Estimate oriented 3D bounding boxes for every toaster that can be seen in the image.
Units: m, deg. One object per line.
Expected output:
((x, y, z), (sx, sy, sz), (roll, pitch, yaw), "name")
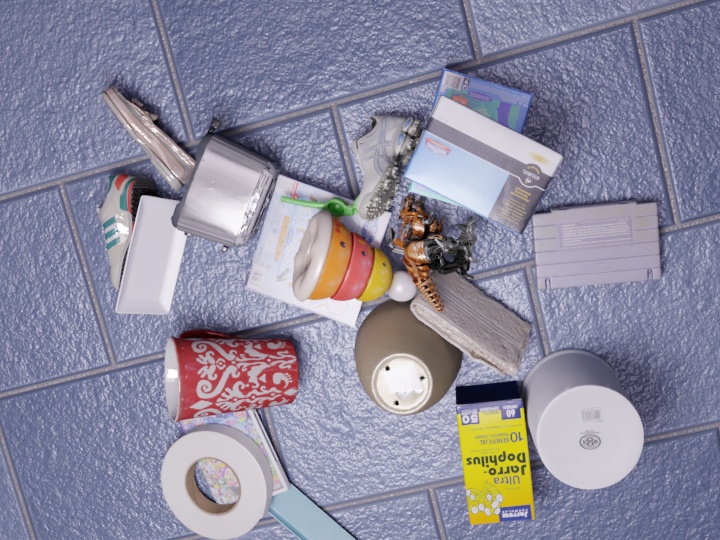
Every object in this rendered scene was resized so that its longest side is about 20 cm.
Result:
((-0.213, -0.133, 1.371), (0.128, 0.114, 0.202), (23, 98, -1), "toaster")

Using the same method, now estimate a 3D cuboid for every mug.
((-0.214, 0.152, 1.383), (0.197, 0.134, 0.179), (-1, 58, -22), "mug")

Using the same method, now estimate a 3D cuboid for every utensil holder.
((0.342, 0.230, 1.316), (0.167, 0.200, 0.172), (1, 99, 6), "utensil holder")

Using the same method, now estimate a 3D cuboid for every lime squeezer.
((-0.025, -0.119, 1.348), (0.198, 0.038, 0.071), (-17, 72, -9), "lime squeezer")

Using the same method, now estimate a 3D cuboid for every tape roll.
((-0.249, 0.367, 1.461), (0.200, 0.037, 0.206), (3, 102, 15), "tape roll")

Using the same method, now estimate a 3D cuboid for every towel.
((0.181, 0.079, 1.351), (0.199, 0.133, 0.035), (36, 128, 1), "towel")

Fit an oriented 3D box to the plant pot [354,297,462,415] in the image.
((0.071, 0.151, 1.335), (0.185, 0.200, 0.190), (1, 98, 6), "plant pot")

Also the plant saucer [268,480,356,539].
((-0.079, 0.453, 1.486), (0.200, 0.019, 0.070), (41, 100, -1), "plant saucer")

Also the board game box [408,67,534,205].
((0.175, -0.203, 1.350), (0.150, 0.045, 0.202), (17, 99, 3), "board game box")

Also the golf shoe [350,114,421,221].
((0.022, -0.165, 1.331), (0.096, 0.079, 0.201), (18, 59, 14), "golf shoe")

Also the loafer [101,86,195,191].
((-0.346, -0.227, 1.400), (0.063, 0.072, 0.201), (-38, 99, -7), "loafer")

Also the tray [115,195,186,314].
((-0.349, -0.025, 1.418), (0.022, 0.107, 0.202), (24, 103, 42), "tray")

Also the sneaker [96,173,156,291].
((-0.404, -0.068, 1.432), (0.093, 0.070, 0.202), (21, 110, 29), "sneaker")

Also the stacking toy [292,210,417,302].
((0.000, 0.000, 1.335), (0.198, 0.146, 0.148), (17, 100, -17), "stacking toy")

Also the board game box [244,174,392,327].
((-0.070, -0.033, 1.403), (0.197, 0.041, 0.202), (20, 99, 3), "board game box")

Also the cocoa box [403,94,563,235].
((0.180, -0.159, 1.266), (0.198, 0.133, 0.132), (26, 102, 1), "cocoa box")

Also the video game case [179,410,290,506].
((-0.224, 0.312, 1.471), (0.142, 0.018, 0.202), (-23, 95, 19), "video game case")

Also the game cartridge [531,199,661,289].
((0.378, -0.042, 1.359), (0.197, 0.038, 0.132), (-5, 94, 7), "game cartridge")

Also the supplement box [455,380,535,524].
((0.219, 0.297, 1.385), (0.107, 0.110, 0.203), (-7, 98, 7), "supplement box")

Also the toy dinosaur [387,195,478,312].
((0.112, -0.027, 1.342), (0.134, 0.102, 0.203), (-3, 80, -6), "toy dinosaur")
